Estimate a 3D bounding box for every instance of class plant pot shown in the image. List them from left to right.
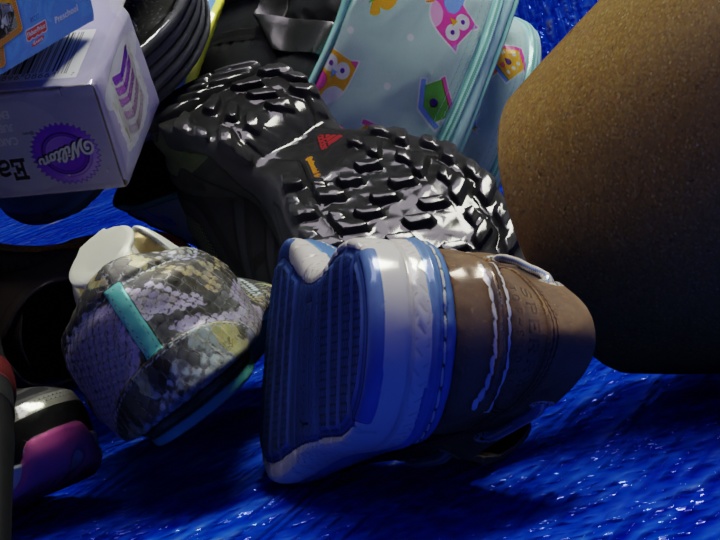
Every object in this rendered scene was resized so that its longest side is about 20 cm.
[{"bbox_3d":[0.146,-0.048,0.766,0.199,0.187,0.186,-25,-1,29],"label":"plant pot"}]

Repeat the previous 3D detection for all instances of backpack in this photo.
[{"bbox_3d":[-0.007,-0.084,1.198,0.153,0.177,0.200,27,-18,-15],"label":"backpack"}]

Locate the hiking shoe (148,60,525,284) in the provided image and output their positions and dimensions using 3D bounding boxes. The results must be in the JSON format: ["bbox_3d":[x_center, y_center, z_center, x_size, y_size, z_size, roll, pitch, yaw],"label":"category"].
[{"bbox_3d":[0.000,0.000,0.964,0.075,0.101,0.200,-29,41,-20],"label":"hiking shoe"}]

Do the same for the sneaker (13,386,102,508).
[{"bbox_3d":[-0.159,0.039,0.891,0.073,0.088,0.199,-16,9,-36],"label":"sneaker"}]

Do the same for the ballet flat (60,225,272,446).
[{"bbox_3d":[-0.065,0.015,0.883,0.071,0.073,0.200,-13,-1,-2],"label":"ballet flat"}]

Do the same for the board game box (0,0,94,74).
[{"bbox_3d":[-0.207,-0.068,0.894,0.150,0.037,0.200,6,28,29],"label":"board game box"}]

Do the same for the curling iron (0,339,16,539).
[{"bbox_3d":[-0.121,0.032,0.800,0.025,0.050,0.201,-32,36,11],"label":"curling iron"}]

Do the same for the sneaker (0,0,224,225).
[{"bbox_3d":[-0.131,-0.084,1.179,0.082,0.074,0.200,23,-30,-18],"label":"sneaker"}]

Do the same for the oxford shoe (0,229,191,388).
[{"bbox_3d":[-0.167,0.023,1.172,0.198,0.072,0.073,-13,12,4],"label":"oxford shoe"}]

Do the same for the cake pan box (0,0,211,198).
[{"bbox_3d":[-0.157,-0.094,1.022,0.198,0.053,0.185,-6,37,14],"label":"cake pan box"}]

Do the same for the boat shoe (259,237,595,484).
[{"bbox_3d":[0.015,0.029,0.770,0.072,0.073,0.200,4,-1,-11],"label":"boat shoe"}]
